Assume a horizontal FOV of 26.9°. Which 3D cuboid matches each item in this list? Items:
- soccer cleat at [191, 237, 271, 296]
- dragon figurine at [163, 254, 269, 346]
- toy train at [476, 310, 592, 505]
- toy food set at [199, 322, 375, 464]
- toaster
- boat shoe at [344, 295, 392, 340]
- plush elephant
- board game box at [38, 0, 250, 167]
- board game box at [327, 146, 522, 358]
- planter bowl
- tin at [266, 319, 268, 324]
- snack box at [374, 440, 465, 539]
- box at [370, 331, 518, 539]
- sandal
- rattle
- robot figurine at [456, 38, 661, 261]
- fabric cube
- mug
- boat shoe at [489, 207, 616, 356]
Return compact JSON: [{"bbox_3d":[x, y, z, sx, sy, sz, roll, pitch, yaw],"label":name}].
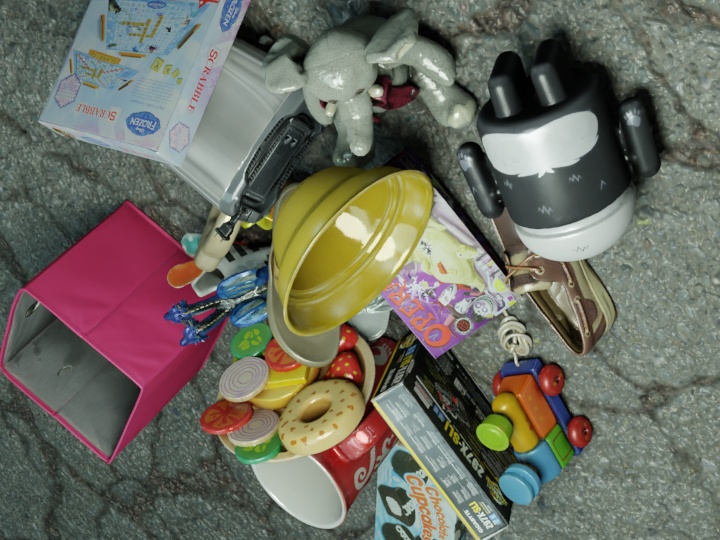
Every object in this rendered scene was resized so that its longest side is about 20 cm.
[{"bbox_3d":[-0.114,0.004,1.745,0.198,0.086,0.069,6,141,39],"label":"soccer cleat"},{"bbox_3d":[-0.121,0.026,1.664,0.198,0.099,0.059,-23,96,24],"label":"dragon figurine"},{"bbox_3d":[0.160,0.143,1.616,0.084,0.116,0.201,-12,116,44],"label":"toy train"},{"bbox_3d":[-0.078,0.130,1.642,0.196,0.201,0.049,-10,133,21],"label":"toy food set"},{"bbox_3d":[-0.129,-0.144,1.572,0.129,0.114,0.201,36,96,19],"label":"toaster"},{"bbox_3d":[0.002,-0.001,1.648,0.073,0.065,0.204,-6,124,-7],"label":"boat shoe"},{"bbox_3d":[0.000,-0.181,1.428,0.163,0.155,0.202,-11,110,25],"label":"plush elephant"},{"bbox_3d":[-0.224,-0.221,1.560,0.199,0.201,0.041,17,171,40],"label":"board game box"},{"bbox_3d":[0.064,-0.016,1.569,0.120,0.032,0.200,-35,107,21],"label":"board game box"},{"bbox_3d":[-0.026,-0.040,1.480,0.083,0.200,0.202,42,142,24],"label":"planter bowl"},{"bbox_3d":[-0.060,0.093,1.823,0.111,0.042,0.202,18,134,22],"label":"tin"},{"bbox_3d":[0.076,0.287,1.872,0.115,0.037,0.202,23,136,23],"label":"snack box"},{"bbox_3d":[0.102,0.174,1.656,0.049,0.160,0.201,-32,102,25],"label":"box"},{"bbox_3d":[-0.060,0.002,1.604,0.054,0.079,0.203,159,109,-80],"label":"sandal"},{"bbox_3d":[-0.123,-0.039,1.721,0.141,0.131,0.201,8,130,-24],"label":"rattle"},{"bbox_3d":[0.180,-0.107,1.382,0.150,0.124,0.202,15,135,54],"label":"robot figurine"},{"bbox_3d":[-0.306,0.076,1.889,0.199,0.199,0.197,38,141,6],"label":"fabric cube"},{"bbox_3d":[0.000,0.180,1.712,0.176,0.200,0.134,4,128,41],"label":"mug"},{"bbox_3d":[0.180,-0.002,1.508,0.072,0.072,0.201,-18,111,47],"label":"boat shoe"}]
